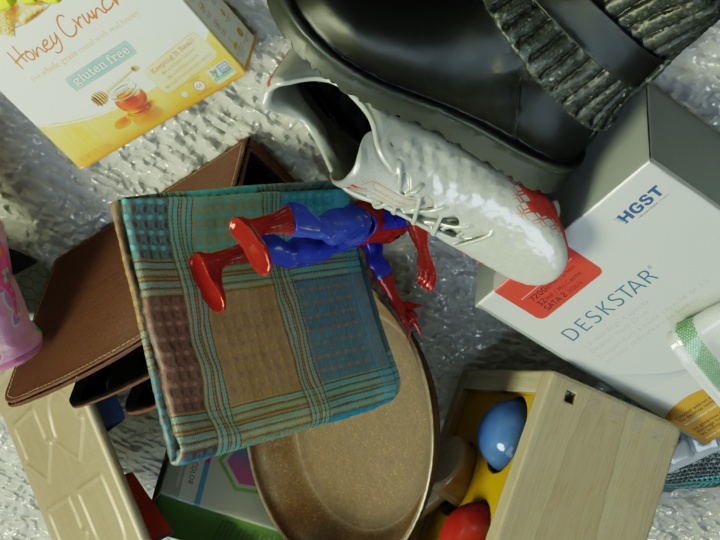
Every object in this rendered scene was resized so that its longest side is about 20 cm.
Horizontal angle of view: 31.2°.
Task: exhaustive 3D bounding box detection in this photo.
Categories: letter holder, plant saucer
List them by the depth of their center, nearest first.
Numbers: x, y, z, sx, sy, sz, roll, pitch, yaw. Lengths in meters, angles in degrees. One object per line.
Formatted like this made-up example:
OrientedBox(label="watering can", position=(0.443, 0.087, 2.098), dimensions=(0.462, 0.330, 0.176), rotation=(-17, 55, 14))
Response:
OrientedBox(label="letter holder", position=(-0.121, 0.032, 0.840), dimensions=(0.199, 0.143, 0.100), rotation=(-27, 125, 32))
OrientedBox(label="plant saucer", position=(-0.008, 0.104, 0.883), dimensions=(0.036, 0.202, 0.200), rotation=(1, 148, -41))

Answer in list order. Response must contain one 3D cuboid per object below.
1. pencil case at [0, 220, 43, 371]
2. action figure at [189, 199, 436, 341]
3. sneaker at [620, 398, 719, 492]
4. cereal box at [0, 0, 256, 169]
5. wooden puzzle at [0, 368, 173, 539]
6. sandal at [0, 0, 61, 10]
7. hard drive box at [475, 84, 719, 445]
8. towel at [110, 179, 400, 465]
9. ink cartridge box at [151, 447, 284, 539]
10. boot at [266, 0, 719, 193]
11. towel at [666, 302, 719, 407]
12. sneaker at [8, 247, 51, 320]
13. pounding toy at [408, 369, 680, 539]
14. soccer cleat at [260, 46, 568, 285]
OrientedBox(label="pencil case", position=(-0.267, -0.026, 0.808), dimensions=(0.086, 0.088, 0.202), rotation=(-7, 112, 18))
OrientedBox(label="action figure", position=(0.000, 0.000, 0.749), dimensions=(0.065, 0.199, 0.100), rotation=(-34, 84, 37))
OrientedBox(label="sneaker", position=(0.270, 0.110, 0.908), dimensions=(0.198, 0.079, 0.091), rotation=(-18, 146, 30))
OrientedBox(label="cereal box", position=(-0.175, -0.161, 0.729), dimensions=(0.143, 0.040, 0.200), rotation=(-24, 126, 31))
OrientedBox(label="wooden puzzle", position=(-0.205, 0.155, 0.972), dimensions=(0.202, 0.046, 0.185), rotation=(62, 146, 4))
OrientedBox(label="sandal", position=(-0.200, -0.170, 0.641), dimensions=(0.198, 0.080, 0.088), rotation=(-13, 128, 24))
OrientedBox(label="hard drive box", position=(0.195, 0.003, 0.797), dimensions=(0.199, 0.077, 0.156), rotation=(30, 132, -19))
OrientedBox(label="towel", position=(-0.052, 0.022, 0.745), dimensions=(0.022, 0.199, 0.149), rotation=(-18, 85, 35))
OrientedBox(label="ink cartridge box", position=(-0.056, 0.172, 0.995), dimensions=(0.198, 0.105, 0.060), rotation=(19, 136, -9))
OrientedBox(label="boot", position=(0.070, -0.148, 0.666), dimensions=(0.209, 0.080, 0.158), rotation=(26, 132, -12))
OrientedBox(label="towel", position=(0.298, 0.046, 0.746), dimensions=(0.199, 0.031, 0.149), rotation=(-26, 126, 30))
OrientedBox(label="sneaker", position=(-0.335, 0.017, 0.914), dimensions=(0.201, 0.077, 0.146), rotation=(32, 129, -22))
OrientedBox(label="pounding toy", position=(0.085, 0.165, 0.882), dimensions=(0.141, 0.186, 0.200), rotation=(23, 170, -14))
OrientedBox(label="soccer cleat", position=(0.030, -0.055, 0.722), dimensions=(0.200, 0.085, 0.069), rotation=(43, 132, 3))
